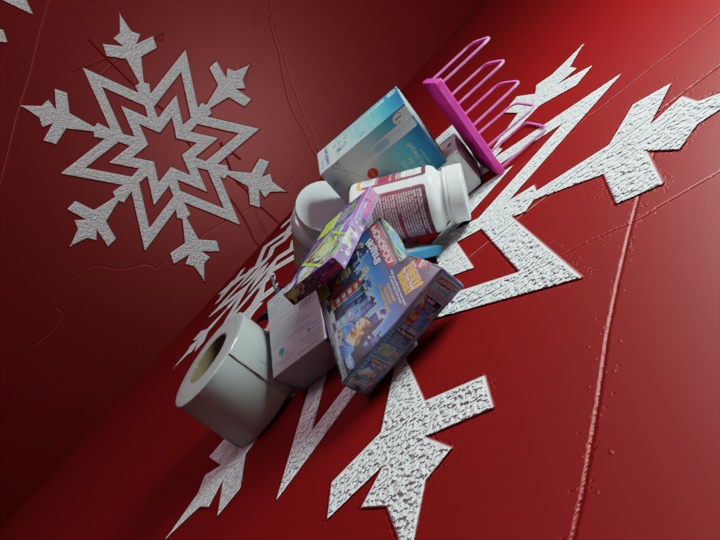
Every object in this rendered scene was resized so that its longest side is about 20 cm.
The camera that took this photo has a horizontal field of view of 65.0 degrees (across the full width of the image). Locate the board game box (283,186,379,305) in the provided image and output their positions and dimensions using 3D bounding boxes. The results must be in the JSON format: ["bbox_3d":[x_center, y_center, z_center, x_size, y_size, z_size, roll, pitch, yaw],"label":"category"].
[{"bbox_3d":[-0.041,-0.042,0.869,0.120,0.032,0.202,-40,16,38],"label":"board game box"}]

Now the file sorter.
[{"bbox_3d":[0.230,-0.305,1.041,0.125,0.201,0.139,-39,16,8],"label":"file sorter"}]

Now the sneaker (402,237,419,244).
[{"bbox_3d":[0.054,-0.063,1.127,0.081,0.075,0.199,-48,16,-12],"label":"sneaker"}]

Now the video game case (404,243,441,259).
[{"bbox_3d":[0.023,-0.029,0.992,0.141,0.018,0.198,-14,13,-38],"label":"video game case"}]

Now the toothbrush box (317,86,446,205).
[{"bbox_3d":[0.037,-0.210,1.054,0.198,0.146,0.086,-35,34,17],"label":"toothbrush box"}]

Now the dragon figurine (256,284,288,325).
[{"bbox_3d":[-0.203,0.110,1.324,0.199,0.099,0.059,-35,17,35],"label":"dragon figurine"}]

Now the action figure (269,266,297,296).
[{"bbox_3d":[-0.138,0.049,1.373,0.132,0.150,0.201,-13,-34,-48],"label":"action figure"}]

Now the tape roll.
[{"bbox_3d":[-0.230,0.201,1.057,0.202,0.139,0.204,-44,20,20],"label":"tape roll"}]

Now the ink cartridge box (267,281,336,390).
[{"bbox_3d":[-0.094,0.085,1.003,0.136,0.076,0.203,-37,45,24],"label":"ink cartridge box"}]

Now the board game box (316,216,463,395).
[{"bbox_3d":[0.038,0.033,0.801,0.199,0.061,0.203,-39,45,20],"label":"board game box"}]

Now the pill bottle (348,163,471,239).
[{"bbox_3d":[0.087,-0.115,0.984,0.195,0.116,0.115,-11,26,15],"label":"pill bottle"}]

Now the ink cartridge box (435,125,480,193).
[{"bbox_3d":[0.164,-0.199,1.158,0.145,0.084,0.201,-38,17,24],"label":"ink cartridge box"}]

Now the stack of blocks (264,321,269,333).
[{"bbox_3d":[-0.109,0.075,1.175,0.199,0.059,0.116,-36,18,35],"label":"stack of blocks"}]

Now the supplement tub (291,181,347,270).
[{"bbox_3d":[-0.076,-0.078,1.204,0.145,0.142,0.202,-53,-15,-28],"label":"supplement tub"}]
